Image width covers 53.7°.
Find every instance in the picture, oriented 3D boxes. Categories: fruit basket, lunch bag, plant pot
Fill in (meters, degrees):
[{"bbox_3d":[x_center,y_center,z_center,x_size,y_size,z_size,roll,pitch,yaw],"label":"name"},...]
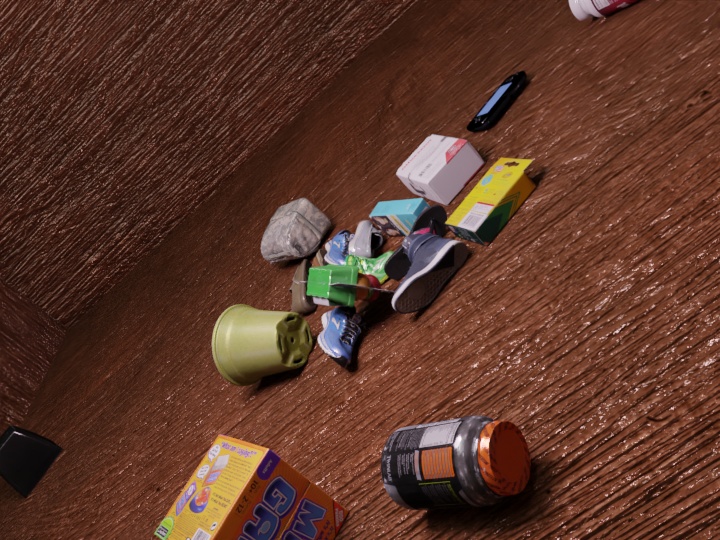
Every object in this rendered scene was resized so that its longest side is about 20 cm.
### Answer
[{"bbox_3d":[-0.010,0.044,1.565,0.185,0.198,0.095,5,82,59],"label":"fruit basket"},{"bbox_3d":[-0.206,-0.105,2.144,0.199,0.139,0.169,-8,43,55],"label":"lunch bag"},{"bbox_3d":[-1.239,0.676,2.587,0.199,0.177,0.200,-4,48,55],"label":"plant pot"},{"bbox_3d":[-0.223,0.174,1.714,0.183,0.201,0.202,-9,42,36],"label":"plant pot"}]

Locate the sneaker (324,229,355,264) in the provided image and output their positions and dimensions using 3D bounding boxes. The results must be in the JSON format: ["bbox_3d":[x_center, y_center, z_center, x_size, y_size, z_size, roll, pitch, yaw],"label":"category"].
[{"bbox_3d":[-0.044,-0.056,1.867,0.089,0.078,0.200,-52,22,16],"label":"sneaker"}]

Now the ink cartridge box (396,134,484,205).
[{"bbox_3d":[0.197,-0.256,1.787,0.147,0.083,0.200,-47,24,-3],"label":"ink cartridge box"}]

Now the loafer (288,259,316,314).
[{"bbox_3d":[-0.156,0.043,1.912,0.067,0.076,0.201,-30,28,19],"label":"loafer"}]

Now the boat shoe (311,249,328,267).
[{"bbox_3d":[-0.091,0.025,1.856,0.068,0.071,0.201,-56,21,22],"label":"boat shoe"}]

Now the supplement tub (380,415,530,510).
[{"bbox_3d":[0.134,0.276,1.018,0.199,0.122,0.123,-21,34,43],"label":"supplement tub"}]

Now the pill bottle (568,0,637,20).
[{"bbox_3d":[0.618,-0.694,1.739,0.199,0.113,0.114,-12,40,51],"label":"pill bottle"}]

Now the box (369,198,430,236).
[{"bbox_3d":[0.108,-0.127,1.735,0.049,0.082,0.199,-54,25,-17],"label":"box"}]

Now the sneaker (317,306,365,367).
[{"bbox_3d":[-0.038,0.132,1.563,0.089,0.078,0.201,-40,24,18],"label":"sneaker"}]

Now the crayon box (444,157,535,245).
[{"bbox_3d":[0.285,-0.151,1.520,0.200,0.051,0.127,-50,24,-6],"label":"crayon box"}]

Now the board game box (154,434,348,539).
[{"bbox_3d":[-0.186,0.429,1.210,0.199,0.200,0.201,-7,45,55],"label":"board game box"}]

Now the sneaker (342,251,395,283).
[{"bbox_3d":[0.000,0.000,1.705,0.199,0.084,0.074,-23,33,27],"label":"sneaker"}]

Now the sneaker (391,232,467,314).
[{"bbox_3d":[0.116,0.000,1.513,0.202,0.077,0.146,-42,34,-14],"label":"sneaker"}]

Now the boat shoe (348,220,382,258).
[{"bbox_3d":[0.023,-0.073,1.817,0.071,0.071,0.201,-2,25,14],"label":"boat shoe"}]

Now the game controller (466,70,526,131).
[{"bbox_3d":[0.356,-0.443,1.868,0.200,0.042,0.104,-50,24,-10],"label":"game controller"}]

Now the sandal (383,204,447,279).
[{"bbox_3d":[0.132,-0.057,1.606,0.201,0.075,0.045,-52,20,7],"label":"sandal"}]
